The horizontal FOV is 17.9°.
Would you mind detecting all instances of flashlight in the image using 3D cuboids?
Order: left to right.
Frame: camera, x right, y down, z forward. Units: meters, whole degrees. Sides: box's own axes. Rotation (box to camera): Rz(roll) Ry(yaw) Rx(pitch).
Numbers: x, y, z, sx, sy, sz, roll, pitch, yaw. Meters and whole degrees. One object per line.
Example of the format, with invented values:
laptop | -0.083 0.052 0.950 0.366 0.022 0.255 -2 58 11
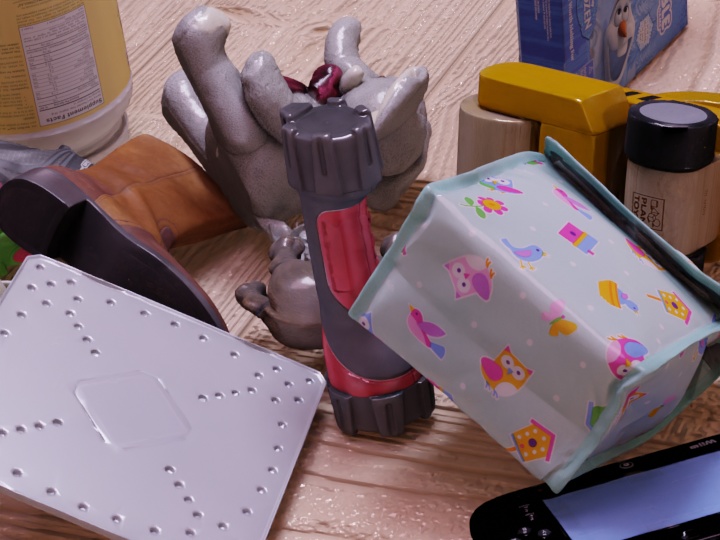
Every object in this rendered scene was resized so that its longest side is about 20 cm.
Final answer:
flashlight | 0.000 0.000 1.350 0.067 0.201 0.068 -9 30 -1

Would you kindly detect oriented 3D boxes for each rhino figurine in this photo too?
rhino figurine | 0.026 0.014 1.455 0.199 0.060 0.087 -4 22 -14

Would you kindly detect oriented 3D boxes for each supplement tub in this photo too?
supplement tub | -0.246 -0.172 1.679 0.145 0.201 0.146 -6 33 4

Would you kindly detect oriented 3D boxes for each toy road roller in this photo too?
toy road roller | 0.173 -0.067 1.504 0.199 0.123 0.146 16 25 33

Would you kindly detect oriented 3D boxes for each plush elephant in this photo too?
plush elephant | -0.026 -0.104 1.558 0.155 0.165 0.200 -29 75 -15

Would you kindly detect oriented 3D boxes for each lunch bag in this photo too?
lunch bag | 0.122 0.016 1.316 0.170 0.122 0.200 42 32 18

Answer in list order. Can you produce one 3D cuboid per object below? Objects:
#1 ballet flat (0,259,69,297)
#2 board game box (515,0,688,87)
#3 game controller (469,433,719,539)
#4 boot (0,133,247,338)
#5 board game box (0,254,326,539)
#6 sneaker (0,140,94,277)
ballet flat | -0.228 0.023 1.496 0.199 0.070 0.070 -2 32 9
board game box | 0.179 -0.228 1.672 0.043 0.201 0.199 15 39 29
game controller | 0.162 0.132 1.257 0.199 0.042 0.104 -14 33 -10
boot | -0.127 -0.011 1.519 0.188 0.069 0.200 32 20 14
board game box | -0.136 0.089 1.332 0.199 0.026 0.200 23 36 -1
sneaker | -0.262 -0.042 1.571 0.200 0.077 0.084 -13 47 -41
